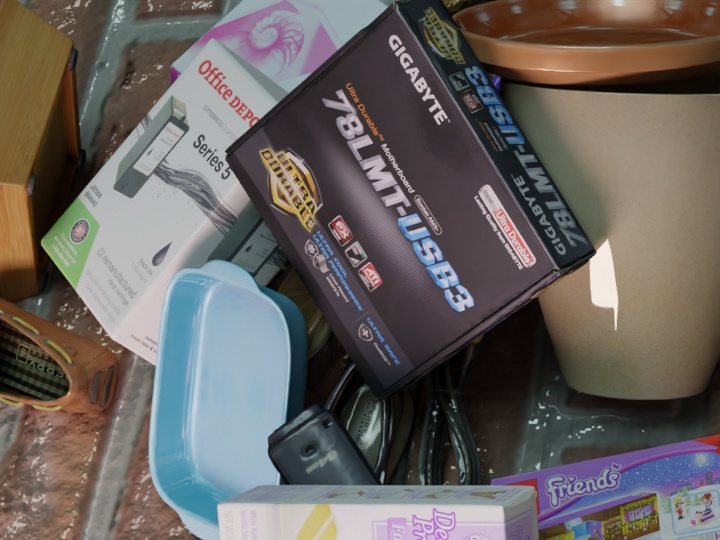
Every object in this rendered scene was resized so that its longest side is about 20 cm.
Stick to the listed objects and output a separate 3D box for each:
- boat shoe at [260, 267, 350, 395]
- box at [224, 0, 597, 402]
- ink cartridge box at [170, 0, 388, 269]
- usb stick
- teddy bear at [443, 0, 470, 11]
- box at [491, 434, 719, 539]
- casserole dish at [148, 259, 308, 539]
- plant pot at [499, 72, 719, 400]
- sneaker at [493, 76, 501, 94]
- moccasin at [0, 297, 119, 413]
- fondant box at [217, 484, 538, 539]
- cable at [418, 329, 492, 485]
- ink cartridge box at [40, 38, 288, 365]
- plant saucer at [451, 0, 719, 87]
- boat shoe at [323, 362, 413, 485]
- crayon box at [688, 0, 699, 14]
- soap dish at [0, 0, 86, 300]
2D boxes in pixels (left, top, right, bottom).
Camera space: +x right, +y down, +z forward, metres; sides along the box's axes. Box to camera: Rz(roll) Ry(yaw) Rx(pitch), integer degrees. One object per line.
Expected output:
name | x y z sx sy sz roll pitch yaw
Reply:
boat shoe | 0.000 0.000 1.736 0.072 0.072 0.200 -7 44 41
box | 0.028 -0.045 1.578 0.198 0.050 0.200 -37 83 46
ink cartridge box | -0.049 -0.127 1.851 0.200 0.043 0.196 -43 55 -10
usb stick | 0.010 0.179 1.590 0.055 0.033 0.200 -36 79 11
teddy bear | 0.099 -0.253 1.864 0.199 0.067 0.145 3 51 31
box | 0.186 0.181 1.563 0.199 0.039 0.137 -12 57 15
casserole dish | -0.085 0.088 1.674 0.121 0.039 0.201 20 111 37
plant pot | 0.182 -0.023 1.595 0.187 0.187 0.201 4 100 24
sneaker | 0.089 -0.071 1.702 0.080 0.083 0.201 19 93 34
moccasin | -0.274 0.060 1.797 0.201 0.078 0.074 24 101 28
fondant box | 0.014 0.210 1.539 0.199 0.058 0.145 -3 95 25
cable | 0.053 0.062 1.647 0.097 0.050 0.201 11 86 36
ink cartridge box | -0.114 -0.045 1.756 0.200 0.084 0.146 -50 40 5
plant saucer | 0.156 -0.148 1.584 0.199 0.032 0.200 -1 16 0
boat shoe | -0.016 0.150 1.649 0.072 0.065 0.201 8 64 24
crayon box | 0.253 -0.234 1.749 0.119 0.058 0.200 -17 44 59
soap dish | -0.260 -0.081 1.821 0.081 0.200 0.158 13 62 3
